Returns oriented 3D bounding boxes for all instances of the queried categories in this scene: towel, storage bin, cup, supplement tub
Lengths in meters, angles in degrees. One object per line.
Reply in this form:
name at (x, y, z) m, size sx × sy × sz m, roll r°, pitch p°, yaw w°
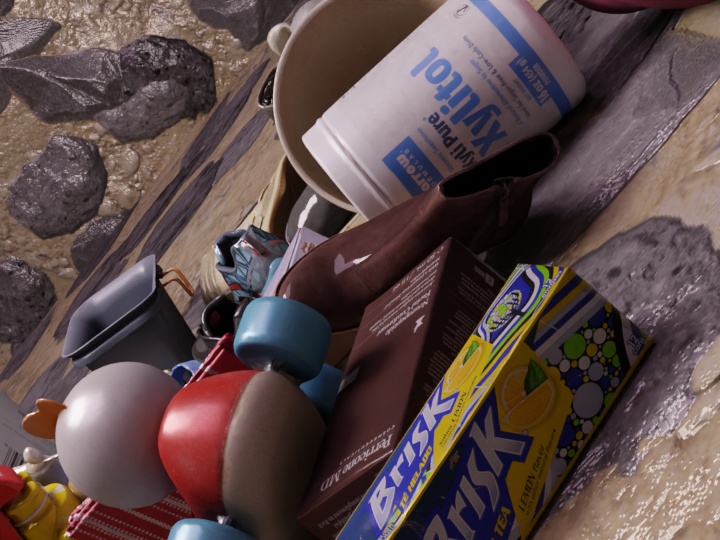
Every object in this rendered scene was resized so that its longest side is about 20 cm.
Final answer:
towel at (-0.109, 0.147, 1.011) m, size 0.200 × 0.144 × 0.023 m, roll -49°, pitch 37°, yaw 14°
storage bin at (-0.234, 0.082, 1.515) m, size 0.145 × 0.135 × 0.200 m, roll -36°, pitch 17°, yaw 1°
cup at (0.032, -0.144, 1.209) m, size 0.201 × 0.200 × 0.143 m, roll -51°, pitch -7°, yaw 3°
supplement tub at (0.067, -0.124, 1.067) m, size 0.200 × 0.132 × 0.132 m, roll -42°, pitch 16°, yaw 4°

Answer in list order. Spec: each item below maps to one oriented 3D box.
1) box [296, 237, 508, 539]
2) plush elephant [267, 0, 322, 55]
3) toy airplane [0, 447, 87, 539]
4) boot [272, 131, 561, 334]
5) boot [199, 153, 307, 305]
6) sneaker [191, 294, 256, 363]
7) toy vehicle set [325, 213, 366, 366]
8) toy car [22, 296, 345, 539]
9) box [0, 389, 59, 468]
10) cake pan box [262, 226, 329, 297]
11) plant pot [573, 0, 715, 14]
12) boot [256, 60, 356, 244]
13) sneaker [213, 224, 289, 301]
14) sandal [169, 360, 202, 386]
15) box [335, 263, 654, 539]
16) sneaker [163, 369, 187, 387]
box at (0.035, 0.084, 0.861) m, size 0.100 × 0.075 × 0.201 m, roll -40°, pitch 21°, yaw 37°
plush elephant at (-0.025, -0.275, 1.668) m, size 0.165 × 0.154 × 0.201 m, roll -46°, pitch 17°, yaw 20°
toy airplane at (-0.235, 0.222, 1.118) m, size 0.142 × 0.199 × 0.199 m, roll -57°, pitch -13°, yaw -5°
boot at (0.034, -0.029, 0.940) m, size 0.198 × 0.073 × 0.167 m, roll -23°, pitch -14°, yaw -16°
boot at (-0.114, -0.052, 1.593) m, size 0.155 × 0.073 × 0.201 m, roll -37°, pitch 27°, yaw 38°
sneaker at (-0.126, 0.059, 1.360) m, size 0.077 × 0.084 × 0.200 m, roll -59°, pitch 17°, yaw -26°
toy vehicle set at (0.000, 0.000, 1.230) m, size 0.124 × 0.026 × 0.201 m, roll -46°, pitch 17°, yaw 23°
toy car at (-0.126, 0.121, 0.896) m, size 0.177 × 0.198 × 0.186 m, roll 68°, pitch -146°, yaw -59°
box at (-0.363, 0.266, 1.374) m, size 0.172 × 0.198 × 0.200 m, roll -50°, pitch 14°, yaw 9°
cake pan box at (-0.083, 0.090, 1.137) m, size 0.201 × 0.052 × 0.185 m, roll -76°, pitch 11°, yaw -52°
plant pot at (0.206, -0.273, 0.969) m, size 0.201 × 0.199 × 0.179 m, roll -54°, pitch 0°, yaw -7°
boot at (-0.046, -0.119, 1.332) m, size 0.183 × 0.072 × 0.200 m, roll -54°, pitch -26°, yaw -2°
sneaker at (-0.109, -0.008, 1.413) m, size 0.080 × 0.095 × 0.200 m, roll -51°, pitch 5°, yaw -17°
sandal at (-0.159, 0.159, 1.233) m, size 0.079 × 0.087 × 0.201 m, roll -37°, pitch 24°, yaw 39°
box at (0.069, 0.097, 0.732) m, size 0.201 × 0.070 × 0.064 m, roll -55°, pitch 16°, yaw -10°
sneaker at (-0.213, 0.173, 1.367) m, size 0.089 × 0.077 × 0.200 m, roll -51°, pitch 3°, yaw -39°
